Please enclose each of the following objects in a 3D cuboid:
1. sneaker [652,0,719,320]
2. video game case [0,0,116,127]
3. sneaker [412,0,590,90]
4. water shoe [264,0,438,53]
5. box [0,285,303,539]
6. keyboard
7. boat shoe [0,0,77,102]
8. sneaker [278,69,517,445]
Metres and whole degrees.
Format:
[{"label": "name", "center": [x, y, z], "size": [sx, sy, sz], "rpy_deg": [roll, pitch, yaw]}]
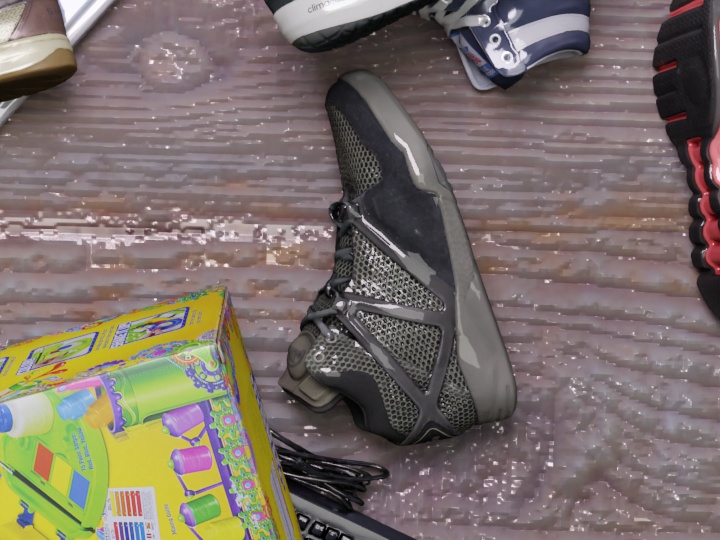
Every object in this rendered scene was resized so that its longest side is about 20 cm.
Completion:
[{"label": "sneaker", "center": [0.216, -0.070, 1.184], "size": [0.086, 0.074, 0.201], "rpy_deg": [-12, 96, -19]}, {"label": "video game case", "center": [-0.232, -0.164, 1.151], "size": [0.182, 0.022, 0.200], "rpy_deg": [42, 86, -5]}, {"label": "sneaker", "center": [0.031, -0.150, 1.154], "size": [0.199, 0.070, 0.109], "rpy_deg": [-1, 89, -9]}, {"label": "water shoe", "center": [0.041, -0.179, 1.086], "size": [0.199, 0.071, 0.079], "rpy_deg": [-26, 90, -15]}, {"label": "box", "center": [-0.131, 0.138, 1.087], "size": [0.192, 0.122, 0.201], "rpy_deg": [-15, 103, 2]}, {"label": "keyboard", "center": [-0.063, 0.128, 1.163], "size": [0.199, 0.040, 0.104], "rpy_deg": [25, 89, -6]}, {"label": "boat shoe", "center": [-0.246, -0.108, 1.111], "size": [0.199, 0.073, 0.065], "rpy_deg": [-10, 81, -8]}, {"label": "sneaker", "center": [0.000, 0.000, 1.149], "size": [0.114, 0.076, 0.200], "rpy_deg": [-20, 98, -12]}]
